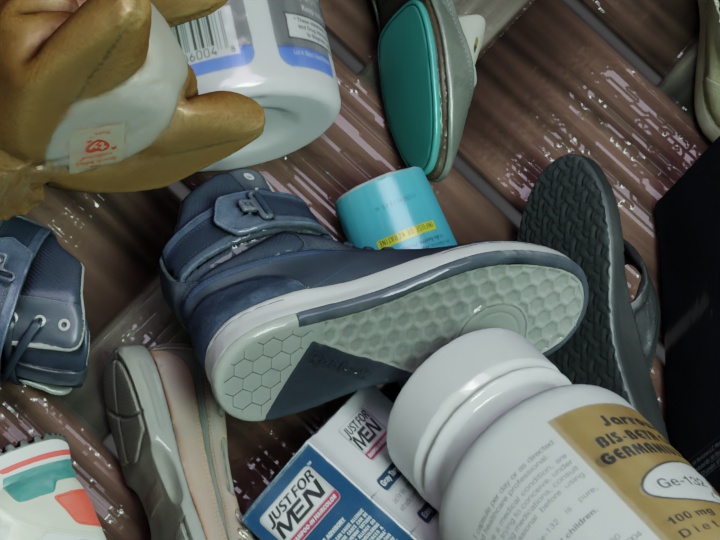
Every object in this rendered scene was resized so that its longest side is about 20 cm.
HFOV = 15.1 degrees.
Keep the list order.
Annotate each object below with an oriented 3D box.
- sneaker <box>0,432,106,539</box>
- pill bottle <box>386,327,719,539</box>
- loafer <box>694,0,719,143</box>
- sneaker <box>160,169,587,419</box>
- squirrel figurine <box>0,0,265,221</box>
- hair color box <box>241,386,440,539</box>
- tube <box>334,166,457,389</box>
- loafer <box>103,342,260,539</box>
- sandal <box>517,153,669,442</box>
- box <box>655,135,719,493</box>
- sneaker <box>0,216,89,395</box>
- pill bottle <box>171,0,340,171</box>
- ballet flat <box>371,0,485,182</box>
[{"bbox_3d":[-0.204,0.154,1.279,0.199,0.070,0.094,-25,83,-33],"label":"sneaker"},{"bbox_3d":[0.102,0.118,1.252,0.114,0.115,0.200,-24,46,-22],"label":"pill bottle"},{"bbox_3d":[0.226,-0.166,1.528,0.075,0.068,0.201,4,69,-14],"label":"loafer"},{"bbox_3d":[-0.001,-0.001,1.358,0.201,0.077,0.146,-9,31,-20],"label":"sneaker"},{"bbox_3d":[-0.164,-0.127,1.316,0.200,0.141,0.187,-31,59,19],"label":"squirrel figurine"},{"bbox_3d":[0.045,0.154,1.336,0.200,0.061,0.100,42,23,3],"label":"hair color box"},{"bbox_3d":[0.047,0.046,1.414,0.077,0.050,0.201,-22,81,-5],"label":"tube"},{"bbox_3d":[-0.072,0.126,1.337,0.063,0.072,0.201,-8,69,-25],"label":"loafer"},{"bbox_3d":[0.129,0.039,1.432,0.048,0.075,0.201,-1,76,-42],"label":"sandal"},{"bbox_3d":[0.270,0.041,1.433,0.199,0.123,0.199,4,67,-14],"label":"box"},{"bbox_3d":[-0.213,0.051,1.320,0.146,0.077,0.203,23,64,-3],"label":"sneaker"},{"bbox_3d":[-0.084,-0.163,1.417,0.113,0.114,0.201,-6,72,-18],"label":"pill bottle"},{"bbox_3d":[0.036,-0.146,1.472,0.063,0.067,0.201,-8,73,-29],"label":"ballet flat"}]
